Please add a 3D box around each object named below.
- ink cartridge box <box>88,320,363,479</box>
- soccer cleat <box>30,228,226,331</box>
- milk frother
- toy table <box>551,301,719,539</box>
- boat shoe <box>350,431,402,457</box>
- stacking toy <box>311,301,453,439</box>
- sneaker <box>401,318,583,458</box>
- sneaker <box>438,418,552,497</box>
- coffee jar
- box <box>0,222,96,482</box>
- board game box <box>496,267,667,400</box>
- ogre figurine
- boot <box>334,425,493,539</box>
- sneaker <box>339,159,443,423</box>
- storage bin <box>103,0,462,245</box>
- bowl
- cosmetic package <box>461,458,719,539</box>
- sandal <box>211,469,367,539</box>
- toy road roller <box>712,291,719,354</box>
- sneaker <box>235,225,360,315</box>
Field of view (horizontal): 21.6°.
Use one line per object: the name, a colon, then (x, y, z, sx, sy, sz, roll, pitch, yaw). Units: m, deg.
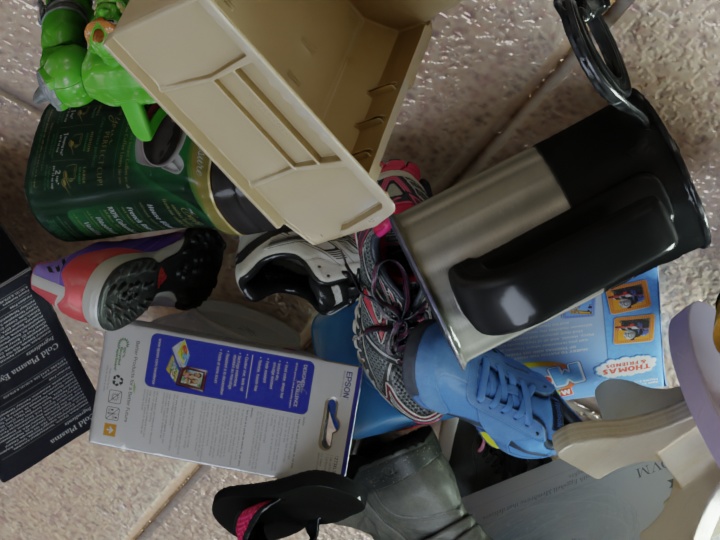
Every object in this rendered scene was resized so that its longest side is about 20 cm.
ink cartridge box: (-0.100, 0.099, 1.417, 0.198, 0.096, 0.037, 10, -176, 7)
soccer cleat: (-0.171, -0.002, 1.439, 0.073, 0.200, 0.069, 17, 107, 21)
milk frother: (0.105, -0.066, 1.218, 0.187, 0.201, 0.181, -26, 177, 0)
toy table: (0.236, 0.130, 1.347, 0.183, 0.201, 0.117, 37, 119, -26)
boat shoe: (0.021, 0.160, 1.590, 0.067, 0.073, 0.200, 64, 161, -14)
stacking toy: (0.013, 0.091, 1.529, 0.115, 0.111, 0.200, -11, 166, -10)
sneaker: (0.101, 0.086, 1.353, 0.078, 0.067, 0.200, 8, 163, 35)
sneaker: (0.116, 0.154, 1.579, 0.098, 0.071, 0.201, 8, 146, 12)
coffee jar: (-0.140, -0.077, 1.375, 0.198, 0.105, 0.085, -1, 153, 25)
box: (-0.309, 0.030, 1.495, 0.200, 0.104, 0.183, 48, 165, 43)
board game box: (0.147, 0.023, 1.397, 0.150, 0.037, 0.201, -8, 136, 5)
ogre figurine: (-0.139, -0.158, 1.265, 0.198, 0.121, 0.099, 11, 142, 10)
boot: (0.020, 0.209, 1.481, 0.199, 0.068, 0.131, -26, 95, 48)
sneaker: (0.029, 0.025, 1.359, 0.080, 0.075, 0.202, -12, 117, 0)
storage bin: (-0.033, -0.154, 1.159, 0.093, 0.201, 0.199, -16, 130, 38)
bowl: (-0.105, 0.083, 1.529, 0.199, 0.201, 0.091, 20, 101, -1)
cosmetic package: (0.197, 0.256, 1.499, 0.198, 0.201, 0.123, -24, 137, 12)
sandal: (-0.061, 0.190, 1.427, 0.075, 0.045, 0.200, 21, 158, -21)
toy road roller: (0.338, 0.061, 1.301, 0.199, 0.147, 0.123, 25, 141, -7)
sneaker: (0.000, 0.000, 1.424, 0.198, 0.088, 0.076, 3, 138, 17)
